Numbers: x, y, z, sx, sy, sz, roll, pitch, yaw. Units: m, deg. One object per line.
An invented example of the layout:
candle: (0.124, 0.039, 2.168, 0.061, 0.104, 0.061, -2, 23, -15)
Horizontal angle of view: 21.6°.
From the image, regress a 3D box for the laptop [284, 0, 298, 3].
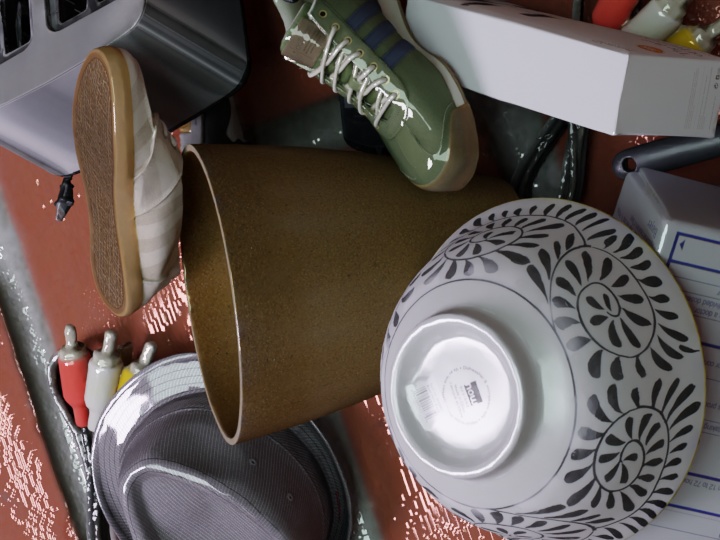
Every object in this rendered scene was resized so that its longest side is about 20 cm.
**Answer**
laptop: (-0.057, -0.272, 1.155, 0.200, 0.177, 0.103, 28, 141, 34)

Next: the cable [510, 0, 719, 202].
cable: (0.139, -0.114, 1.173, 0.097, 0.050, 0.200, 44, 115, 12)

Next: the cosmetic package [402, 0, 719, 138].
cosmetic package: (0.115, -0.124, 1.119, 0.200, 0.082, 0.051, 25, 113, 50)

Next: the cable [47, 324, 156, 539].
cable: (-0.195, 0.134, 1.374, 0.097, 0.050, 0.200, 12, 103, 23)

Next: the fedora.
fedora: (-0.103, 0.164, 1.291, 0.177, 0.090, 0.200, -37, 99, 19)

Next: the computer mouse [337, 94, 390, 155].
computer mouse: (0.017, -0.070, 1.258, 0.059, 0.034, 0.200, 1, 105, 9)

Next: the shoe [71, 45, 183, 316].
shoe: (-0.143, -0.060, 1.189, 0.070, 0.053, 0.200, 48, 148, 39)

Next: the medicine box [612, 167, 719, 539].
medicine box: (0.220, 0.066, 1.094, 0.182, 0.103, 0.200, 13, 108, -9)

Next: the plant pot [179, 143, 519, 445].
plant pot: (0.000, 0.000, 1.180, 0.200, 0.186, 0.187, -9, 97, -14)

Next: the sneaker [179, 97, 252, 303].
sneaker: (-0.067, -0.039, 1.288, 0.088, 0.076, 0.200, -12, 95, 9)

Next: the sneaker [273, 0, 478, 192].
sneaker: (-0.008, -0.128, 1.141, 0.067, 0.090, 0.200, -54, 49, 40)

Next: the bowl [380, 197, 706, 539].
bowl: (0.077, 0.062, 1.022, 0.201, 0.094, 0.201, 3, 95, 37)

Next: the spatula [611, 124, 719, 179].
spatula: (0.247, -0.087, 1.134, 0.200, 0.021, 0.057, -14, 94, 18)

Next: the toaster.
toaster: (-0.176, -0.168, 1.244, 0.181, 0.119, 0.200, -23, 61, 29)
